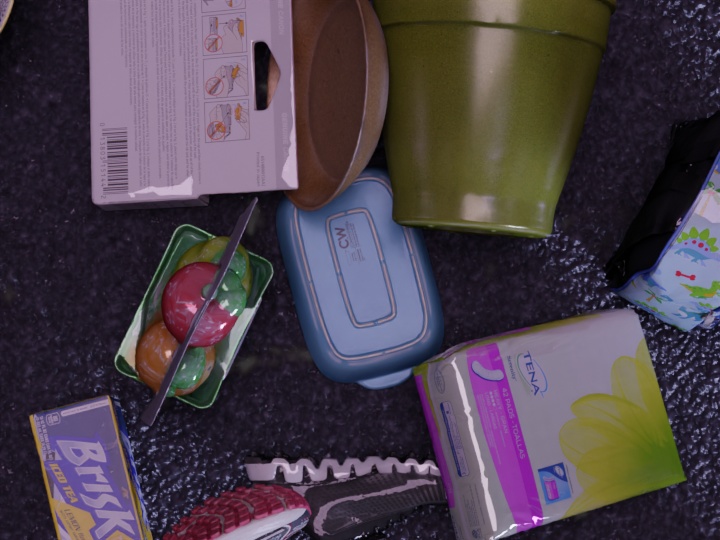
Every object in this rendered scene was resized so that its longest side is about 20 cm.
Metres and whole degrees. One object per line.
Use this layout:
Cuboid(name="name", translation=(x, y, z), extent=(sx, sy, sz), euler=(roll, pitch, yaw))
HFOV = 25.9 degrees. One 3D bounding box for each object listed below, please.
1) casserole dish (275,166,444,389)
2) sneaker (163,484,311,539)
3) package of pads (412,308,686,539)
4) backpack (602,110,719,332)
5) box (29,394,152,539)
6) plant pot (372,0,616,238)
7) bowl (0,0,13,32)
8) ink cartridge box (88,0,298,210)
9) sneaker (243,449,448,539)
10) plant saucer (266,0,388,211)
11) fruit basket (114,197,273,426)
Cuboid(name="casserole dish", translation=(0.000, 0.000, 1.314), extent=(0.121, 0.039, 0.200), euler=(-14, 82, -4))
Cuboid(name="sneaker", translation=(-0.125, 0.235, 1.212), extent=(0.200, 0.081, 0.075), euler=(-32, 108, -14))
Cuboid(name="package of pads", translation=(0.150, 0.119, 1.254), extent=(0.200, 0.068, 0.155), euler=(-11, 82, -28))
Cuboid(name="backpack", translation=(0.301, -0.042, 1.244), extent=(0.147, 0.200, 0.183), euler=(27, 82, 3))
Cuboid(name="box", translation=(-0.209, 0.206, 1.268), extent=(0.070, 0.064, 0.200), euler=(-14, 83, -4))
Cuboid(name="plant pot", translation=(0.099, -0.126, 1.263), extent=(0.200, 0.200, 0.193), euler=(5, 89, 0))
Cuboid(name="bowl", translation=(-0.378, -0.233, 1.310), extent=(0.200, 0.094, 0.201), euler=(0, 81, -1))
Cuboid(name="ink cartridge box", translation=(-0.139, -0.155, 1.319), extent=(0.176, 0.045, 0.200), euler=(-3, 82, 6))
Cuboid(name="sneaker", translation=(0.004, 0.193, 1.276), extent=(0.200, 0.066, 0.091), euler=(0, 86, 2))
Cuboid(name="plant saucer", translation=(-0.023, -0.148, 1.267), extent=(0.035, 0.200, 0.201), euler=(1, 81, -26))
Cuboid(name="fruit basket", translation=(-0.122, 0.038, 1.227), extent=(0.094, 0.200, 0.185), euler=(26, 82, -12))
